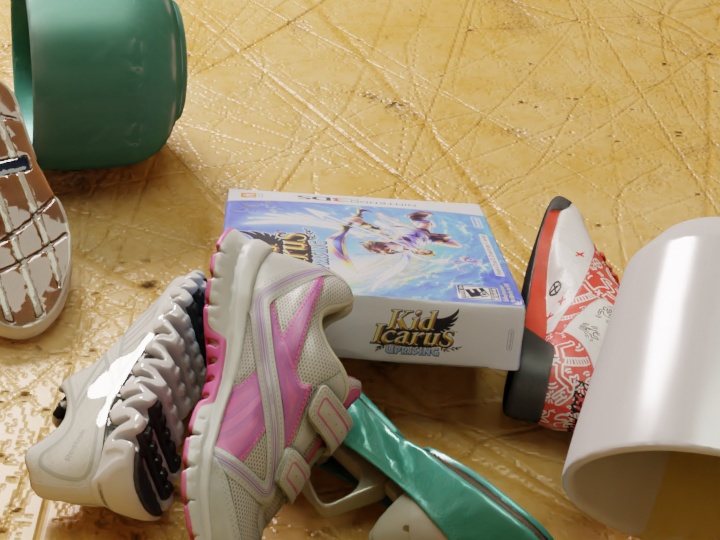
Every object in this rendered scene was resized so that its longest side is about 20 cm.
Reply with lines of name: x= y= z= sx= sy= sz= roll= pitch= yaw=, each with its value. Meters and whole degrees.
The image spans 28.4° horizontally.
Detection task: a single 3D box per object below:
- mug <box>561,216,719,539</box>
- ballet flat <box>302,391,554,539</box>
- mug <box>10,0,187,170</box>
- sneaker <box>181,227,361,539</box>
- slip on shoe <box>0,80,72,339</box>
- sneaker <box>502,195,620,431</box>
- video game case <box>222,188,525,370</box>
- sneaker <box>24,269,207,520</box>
mug: x=0.198 y=0.067 z=0.790 sx=0.148 sy=0.187 sz=0.155 roll=3 pitch=61 yaw=20
ballet flat: x=0.015 y=0.122 z=0.787 sx=0.199 sy=0.068 sz=0.070 roll=35 pitch=68 yaw=33
mug: x=-0.194 y=-0.160 z=1.043 sx=0.113 sy=0.153 sz=0.186 roll=-4 pitch=38 yaw=-18
sneaker: x=-0.045 y=0.079 z=0.746 sx=0.087 sy=0.081 sz=0.202 roll=7 pitch=78 yaw=-2
slip on shoe: x=-0.242 y=-0.036 z=0.946 sx=0.075 sy=0.061 sz=0.201 roll=-11 pitch=61 yaw=-25
sneaker: x=0.156 y=0.033 z=0.918 sx=0.107 sy=0.068 sz=0.202 roll=14 pitch=38 yaw=3
video game case: x=0.000 y=0.000 z=0.904 sx=0.179 sy=0.046 sz=0.200 roll=3 pitch=19 yaw=-5
sneaker: x=-0.132 y=0.064 z=0.828 sx=0.080 sy=0.076 sz=0.201 roll=-5 pitch=29 yaw=15
